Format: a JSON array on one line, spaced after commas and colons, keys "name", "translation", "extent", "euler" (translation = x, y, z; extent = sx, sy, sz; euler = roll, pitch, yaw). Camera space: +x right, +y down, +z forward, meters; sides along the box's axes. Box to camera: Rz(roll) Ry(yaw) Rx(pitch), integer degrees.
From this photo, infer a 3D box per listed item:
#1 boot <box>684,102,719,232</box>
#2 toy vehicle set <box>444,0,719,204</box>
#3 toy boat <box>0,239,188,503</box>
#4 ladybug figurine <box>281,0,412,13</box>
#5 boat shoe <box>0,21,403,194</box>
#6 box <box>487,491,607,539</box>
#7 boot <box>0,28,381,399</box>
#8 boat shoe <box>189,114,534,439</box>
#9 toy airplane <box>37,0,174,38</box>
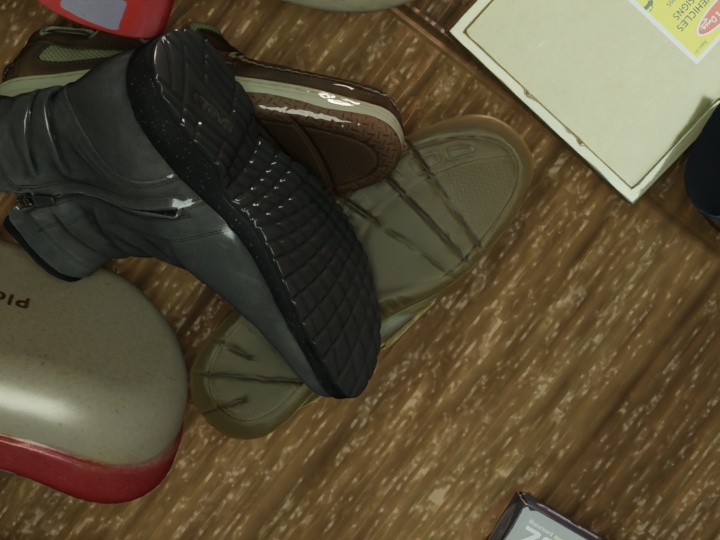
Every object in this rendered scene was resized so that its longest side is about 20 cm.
[{"name": "boot", "translation": [0.238, -0.087, 1.428], "extent": [0.200, 0.097, 0.075], "euler": [-50, 51, -4]}, {"name": "toy vehicle set", "translation": [0.154, -0.146, 1.441], "extent": [0.124, 0.027, 0.200], "euler": [44, 92, -4]}, {"name": "toy boat", "translation": [-0.184, 0.064, 1.413], "extent": [0.200, 0.131, 0.131], "euler": [15, 124, -2]}, {"name": "ladybug figurine", "translation": [-0.036, -0.204, 1.407], "extent": [0.200, 0.072, 0.136], "euler": [39, 91, -4]}, {"name": "boat shoe", "translation": [-0.075, -0.087, 1.398], "extent": [0.202, 0.075, 0.075], "euler": [6, 55, 13]}, {"name": "box", "translation": [0.122, 0.227, 1.457], "extent": [0.200, 0.049, 0.161], "euler": [30, 94, -4]}, {"name": "boot", "translation": [-0.085, -0.016, 1.371], "extent": [0.131, 0.070, 0.200], "euler": [-18, 113, 34]}, {"name": "boat shoe", "translation": [0.000, 0.000, 1.427], "extent": [0.200, 0.066, 0.074], "euler": [-40, 87, 4]}, {"name": "toy airplane", "translation": [-0.176, -0.198, 1.330], "extent": [0.141, 0.199, 0.200], "euler": [-34, 120, -33]}]
